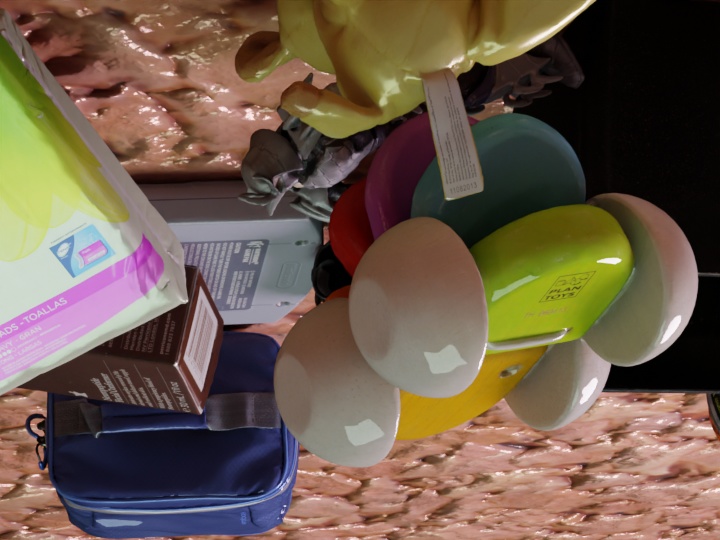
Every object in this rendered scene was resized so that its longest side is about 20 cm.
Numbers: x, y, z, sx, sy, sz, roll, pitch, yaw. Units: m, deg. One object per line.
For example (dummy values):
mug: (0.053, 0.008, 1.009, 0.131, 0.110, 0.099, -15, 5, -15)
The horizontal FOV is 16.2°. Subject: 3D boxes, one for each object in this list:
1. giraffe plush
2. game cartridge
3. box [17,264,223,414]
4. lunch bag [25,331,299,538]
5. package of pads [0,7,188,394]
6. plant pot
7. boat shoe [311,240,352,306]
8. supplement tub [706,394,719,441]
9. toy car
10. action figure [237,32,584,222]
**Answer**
giraffe plush: (0.013, -0.142, 1.178, 0.172, 0.201, 0.162, 1, -171, -19)
game cartridge: (-0.092, -0.011, 1.661, 0.133, 0.041, 0.200, 2, 160, -8)
box: (-0.198, 0.033, 1.636, 0.199, 0.075, 0.100, 9, 160, 11)
lunch bag: (-0.145, 0.116, 1.850, 0.199, 0.136, 0.132, -3, 160, -2)
package of pads: (-0.210, -0.030, 1.381, 0.154, 0.068, 0.200, -26, 125, 12)
plant pot: (0.178, -0.045, 1.417, 0.199, 0.178, 0.200, 1, 160, -16)
boat shoe: (0.000, 0.000, 1.614, 0.066, 0.070, 0.200, -18, 158, -26)
supplement tub: (0.326, 0.075, 1.860, 0.122, 0.123, 0.200, -1, 160, -9)
toy car: (0.050, -0.001, 1.226, 0.175, 0.150, 0.200, -8, 159, -30)
action figure: (0.015, -0.080, 1.312, 0.200, 0.070, 0.130, -29, 178, -30)
